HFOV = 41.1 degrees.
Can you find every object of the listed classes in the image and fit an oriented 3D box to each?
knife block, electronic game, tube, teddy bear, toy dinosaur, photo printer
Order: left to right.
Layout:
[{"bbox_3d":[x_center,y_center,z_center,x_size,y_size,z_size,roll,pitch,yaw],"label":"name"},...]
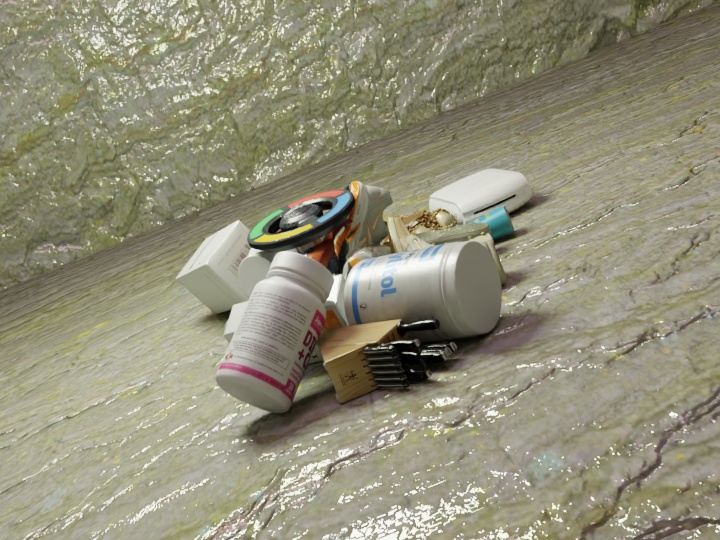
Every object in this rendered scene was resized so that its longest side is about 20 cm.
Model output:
[{"bbox_3d":[-0.101,-0.087,1.632,0.197,0.042,0.201,-21,20,8],"label":"electronic game"},{"bbox_3d":[-0.081,-0.020,1.550,0.103,0.204,0.182,15,-10,1],"label":"toy dinosaur"},{"bbox_3d":[0.033,0.107,1.317,0.173,0.065,0.200,-22,14,-4],"label":"knife block"},{"bbox_3d":[0.109,-0.068,1.822,0.198,0.067,0.145,-16,25,50],"label":"teddy bear"},{"bbox_3d":[0.180,-0.053,1.738,0.197,0.051,0.077,-25,2,12],"label":"tube"},{"bbox_3d":[0.240,-0.144,1.916,0.164,0.070,0.200,-24,14,-9],"label":"photo printer"}]

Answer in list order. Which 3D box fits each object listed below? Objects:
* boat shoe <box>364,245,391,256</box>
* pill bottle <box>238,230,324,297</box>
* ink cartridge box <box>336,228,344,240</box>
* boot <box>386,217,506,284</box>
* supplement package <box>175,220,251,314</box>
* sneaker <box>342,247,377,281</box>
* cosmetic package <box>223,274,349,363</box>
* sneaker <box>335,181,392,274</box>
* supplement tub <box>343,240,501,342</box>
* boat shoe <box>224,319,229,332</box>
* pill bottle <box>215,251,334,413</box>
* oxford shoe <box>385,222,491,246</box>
[{"bbox_3d":[0.083,-0.002,1.633,0.198,0.073,0.066,8,-12,39],"label":"boat shoe"},{"bbox_3d":[-0.135,-0.018,1.731,0.111,0.114,0.200,-13,13,30],"label":"pill bottle"},{"bbox_3d":[-0.002,-0.059,1.866,0.066,0.118,0.200,-20,14,4],"label":"ink cartridge box"},{"bbox_3d":[0.133,-0.028,1.527,0.152,0.073,0.202,-20,48,-5],"label":"boot"},{"bbox_3d":[-0.267,-0.003,1.914,0.118,0.117,0.199,-56,17,-24],"label":"supplement package"},{"bbox_3d":[0.000,0.000,1.537,0.075,0.093,0.200,-26,-19,3],"label":"sneaker"},{"bbox_3d":[-0.098,0.087,1.474,0.197,0.102,0.072,-16,36,23],"label":"cosmetic package"},{"bbox_3d":[0.010,-0.056,1.722,0.090,0.203,0.076,3,24,-22],"label":"sneaker"},{"bbox_3d":[0.086,0.036,1.361,0.197,0.134,0.132,-11,17,37],"label":"supplement tub"},{"bbox_3d":[-0.149,0.094,1.612,0.196,0.075,0.068,-6,10,21],"label":"boat shoe"},{"bbox_3d":[-0.114,0.084,1.337,0.112,0.113,0.203,-5,56,48],"label":"pill bottle"},{"bbox_3d":[0.134,-0.038,1.682,0.196,0.059,0.075,-9,19,15],"label":"oxford shoe"}]
